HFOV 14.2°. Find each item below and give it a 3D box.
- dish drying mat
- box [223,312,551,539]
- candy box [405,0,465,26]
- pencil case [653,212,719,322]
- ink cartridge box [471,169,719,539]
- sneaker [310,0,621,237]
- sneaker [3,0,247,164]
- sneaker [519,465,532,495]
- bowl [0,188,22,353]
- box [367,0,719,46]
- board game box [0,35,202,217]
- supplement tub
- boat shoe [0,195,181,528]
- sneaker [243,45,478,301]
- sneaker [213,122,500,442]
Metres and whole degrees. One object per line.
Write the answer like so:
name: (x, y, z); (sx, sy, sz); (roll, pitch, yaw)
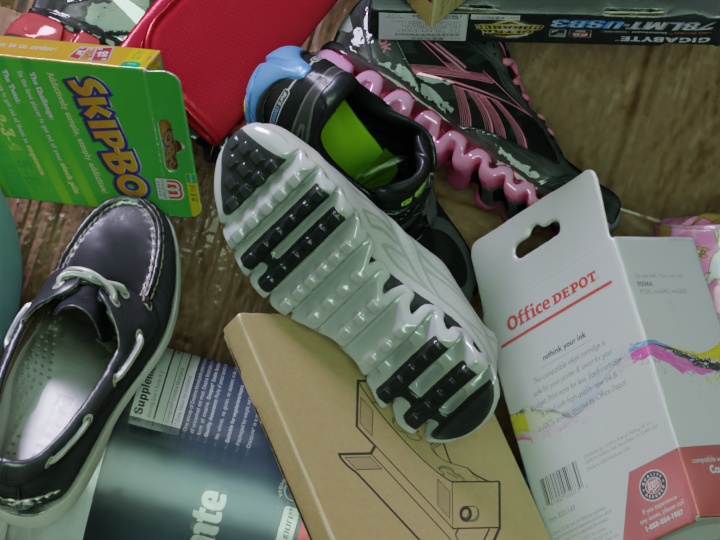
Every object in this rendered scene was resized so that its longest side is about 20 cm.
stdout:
dish drying mat: (-0.050, -0.163, 1.597); (0.077, 0.018, 0.200); (42, 63, -9)
box: (0.026, 0.111, 1.520); (0.021, 0.163, 0.200); (-44, 58, 35)
candy box: (0.076, -0.238, 1.554); (0.200, 0.055, 0.115); (-39, 78, -12)
pencil case: (0.201, 0.068, 1.616); (0.086, 0.083, 0.200); (4, 90, 15)
ink cartridge box: (0.138, 0.057, 1.566); (0.067, 0.116, 0.200); (0, 68, -41)
sneaker: (0.069, -0.093, 1.622); (0.200, 0.079, 0.095); (32, 78, -3)
sneaker: (-0.094, -0.119, 1.612); (0.200, 0.071, 0.098); (24, 80, -8)
sneaker: (0.075, 0.203, 1.617); (0.081, 0.077, 0.200); (36, 93, -8)
bowl: (-0.291, 0.009, 1.563); (0.201, 0.105, 0.201); (2, 107, 5)
box: (0.104, -0.225, 1.604); (0.198, 0.050, 0.200); (1, 73, -2)
board game box: (-0.180, -0.082, 1.576); (0.200, 0.030, 0.096); (9, 129, 21)
supplement tub: (-0.098, 0.115, 1.578); (0.200, 0.140, 0.141); (15, 90, -1)
boat shoe: (-0.147, 0.036, 1.501); (0.074, 0.060, 0.200); (18, 60, 13)
sneaker: (0.009, -0.040, 1.579); (0.071, 0.083, 0.200); (-51, 130, -19)
sneaker: (0.000, 0.000, 1.530); (0.075, 0.081, 0.200); (-36, 100, 27)
